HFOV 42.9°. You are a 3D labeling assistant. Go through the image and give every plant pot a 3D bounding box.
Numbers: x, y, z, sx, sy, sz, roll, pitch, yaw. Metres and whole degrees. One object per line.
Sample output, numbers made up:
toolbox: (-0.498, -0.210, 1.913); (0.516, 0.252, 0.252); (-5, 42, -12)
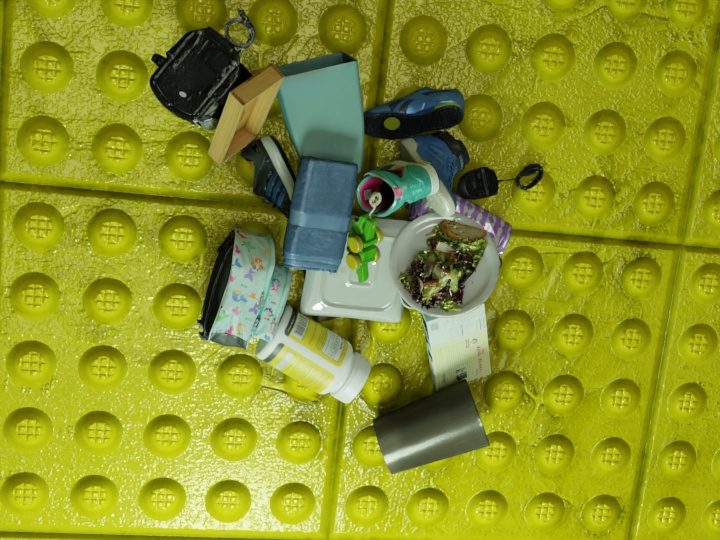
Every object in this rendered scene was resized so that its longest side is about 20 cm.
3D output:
plant pot: (-0.066, -0.270, 1.634); (0.141, 0.141, 0.201); (-15, 112, -6)

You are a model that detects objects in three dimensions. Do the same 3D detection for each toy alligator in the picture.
toy alligator: (0.003, -0.067, 1.601); (0.059, 0.054, 0.200); (-24, 139, -33)

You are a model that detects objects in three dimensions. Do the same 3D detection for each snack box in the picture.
snack box: (0.186, 0.141, 1.761); (0.116, 0.037, 0.200); (-17, 131, -6)

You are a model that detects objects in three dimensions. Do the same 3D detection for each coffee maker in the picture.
coffee maker: (-0.239, -0.327, 1.548); (0.192, 0.200, 0.135); (-25, 93, 4)

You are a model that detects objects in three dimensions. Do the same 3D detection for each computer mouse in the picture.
computer mouse: (0.265, -0.171, 1.743); (0.199, 0.034, 0.059); (-11, 92, -27)

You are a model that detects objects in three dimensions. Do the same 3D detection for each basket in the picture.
basket: (0.135, 0.309, 1.776); (0.199, 0.180, 0.136); (-20, 71, 2)

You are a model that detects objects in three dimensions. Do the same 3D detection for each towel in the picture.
towel: (-0.072, -0.098, 1.596); (0.111, 0.049, 0.201); (7, 101, -22)

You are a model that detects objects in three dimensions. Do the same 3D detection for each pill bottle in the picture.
pill bottle: (-0.087, 0.161, 1.723); (0.200, 0.114, 0.114); (33, 94, -14)

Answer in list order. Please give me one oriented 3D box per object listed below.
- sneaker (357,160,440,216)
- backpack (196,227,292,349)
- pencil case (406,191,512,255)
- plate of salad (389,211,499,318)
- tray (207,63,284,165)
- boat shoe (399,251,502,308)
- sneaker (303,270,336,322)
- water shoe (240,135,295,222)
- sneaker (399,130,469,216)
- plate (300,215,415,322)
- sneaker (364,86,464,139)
sneaker: (0.040, -0.144, 1.629); (0.120, 0.200, 0.084); (-19, 100, -26)
backpack: (-0.205, 0.028, 1.644); (0.150, 0.178, 0.201); (8, 102, -13)
pencil case: (0.189, -0.093, 1.734); (0.200, 0.084, 0.086); (24, 60, -12)
plate of salad: (0.151, -0.015, 1.642); (0.199, 0.048, 0.201); (0, 75, 1)
tray: (-0.199, -0.264, 1.565); (0.037, 0.200, 0.099); (46, 60, 2)
boat shoe: (0.168, 0.017, 1.688); (0.199, 0.060, 0.074); (-19, 94, -5)
sneaker: (-0.065, -0.005, 1.728); (0.075, 0.070, 0.201); (-12, 109, -24)
water shoe: (-0.152, -0.144, 1.665); (0.079, 0.071, 0.200); (-24, 80, 7)
sneaker: (0.158, -0.185, 1.667); (0.111, 0.200, 0.077); (-19, 136, -10)
plate: (0.000, 0.000, 1.686); (0.199, 0.032, 0.200); (6, 106, -15)
sneaker: (0.094, -0.297, 1.699); (0.199, 0.079, 0.066); (-8, 140, 7)
